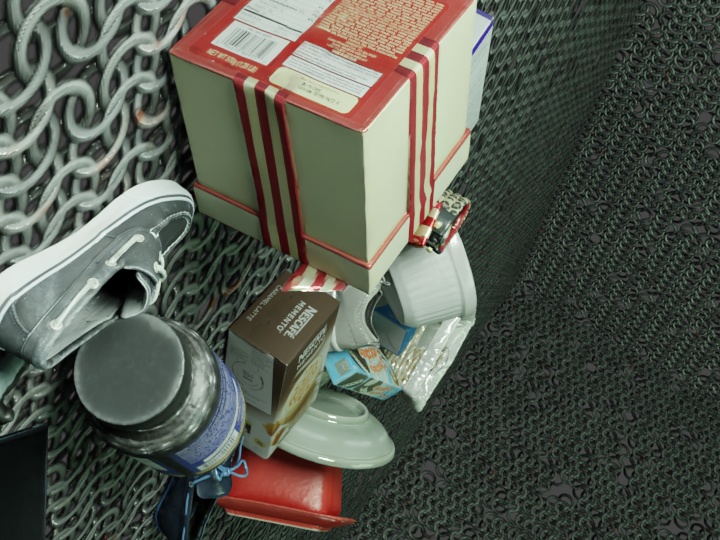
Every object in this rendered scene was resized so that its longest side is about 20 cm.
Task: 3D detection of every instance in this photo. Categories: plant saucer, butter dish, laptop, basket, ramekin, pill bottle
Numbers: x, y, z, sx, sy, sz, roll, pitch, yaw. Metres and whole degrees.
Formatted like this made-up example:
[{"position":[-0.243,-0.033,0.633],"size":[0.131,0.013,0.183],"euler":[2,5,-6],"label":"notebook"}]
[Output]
[{"position":[-0.045,0.195,1.261],"size":[0.200,0.198,0.051],"euler":[-17,124,-71],"label":"plant saucer"},{"position":[-0.098,0.274,1.323],"size":[0.200,0.197,0.150],"euler":[70,29,-74],"label":"butter dish"},{"position":[-0.322,0.223,0.681],"size":[0.199,0.117,0.187],"euler":[-33,172,14],"label":"laptop"},{"position":[0.081,0.103,1.596],"size":[0.199,0.160,0.200],"euler":[-57,167,-10],"label":"basket"},{"position":[0.068,-0.019,1.241],"size":[0.093,0.204,0.203],"euler":[-22,160,-5],"label":"ramekin"},{"position":[-0.163,0.104,0.793],"size":[0.112,0.111,0.200],"euler":[-56,167,-15],"label":"pill bottle"}]

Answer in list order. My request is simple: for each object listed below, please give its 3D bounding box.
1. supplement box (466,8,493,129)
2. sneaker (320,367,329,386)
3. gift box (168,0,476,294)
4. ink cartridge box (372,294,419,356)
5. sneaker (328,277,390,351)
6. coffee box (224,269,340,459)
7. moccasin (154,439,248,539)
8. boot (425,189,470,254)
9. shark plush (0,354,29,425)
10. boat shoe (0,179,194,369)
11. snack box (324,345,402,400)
[{"position":[0.070,-0.200,1.037],"size":[0.104,0.101,0.200],"euler":[-56,166,-16],"label":"supplement box"},{"position":[-0.067,0.131,1.317],"size":[0.081,0.075,0.200],"euler":[-53,168,10],"label":"sneaker"},{"position":[-0.034,-0.103,0.709],"size":[0.200,0.183,0.188],"euler":[-48,154,-28],"label":"gift box"},{"position":[0.066,0.022,1.462],"size":[0.200,0.115,0.068],"euler":[-48,163,-40],"label":"ink cartridge box"},{"position":[0.000,0.000,1.162],"size":[0.075,0.081,0.203],"euler":[-11,105,-74],"label":"sneaker"},{"position":[-0.099,0.113,1.121],"size":[0.115,0.079,0.201],"euler":[-49,163,-38],"label":"coffee box"},{"position":[-0.170,0.238,1.107],"size":[0.080,0.068,0.202],"euler":[-5,126,-46],"label":"moccasin"},{"position":[0.021,-0.067,1.020],"size":[0.203,0.153,0.074],"euler":[-42,159,-53],"label":"boot"},{"position":[-0.243,0.078,0.552],"size":[0.200,0.090,0.084],"euler":[-20,109,-63],"label":"shark plush"},{"position":[-0.166,0.002,0.657],"size":[0.200,0.067,0.072],"euler":[-42,159,-53],"label":"boat shoe"},{"position":[-0.011,0.106,1.286],"size":[0.037,0.117,0.200],"euler":[-31,159,11],"label":"snack box"}]
